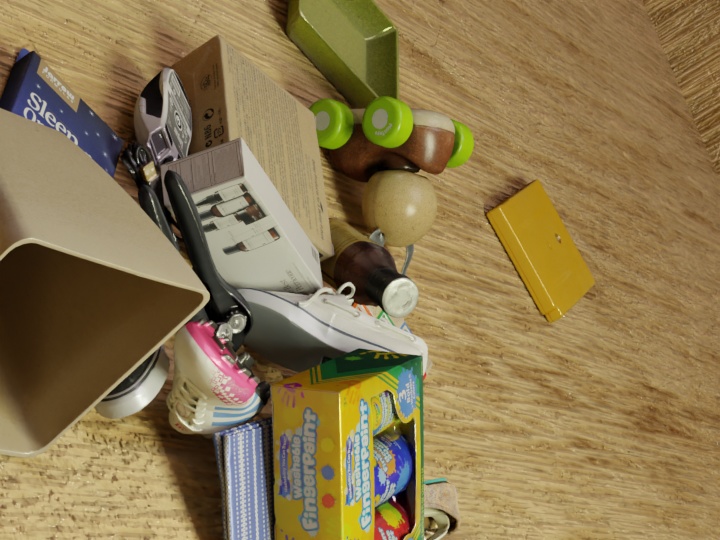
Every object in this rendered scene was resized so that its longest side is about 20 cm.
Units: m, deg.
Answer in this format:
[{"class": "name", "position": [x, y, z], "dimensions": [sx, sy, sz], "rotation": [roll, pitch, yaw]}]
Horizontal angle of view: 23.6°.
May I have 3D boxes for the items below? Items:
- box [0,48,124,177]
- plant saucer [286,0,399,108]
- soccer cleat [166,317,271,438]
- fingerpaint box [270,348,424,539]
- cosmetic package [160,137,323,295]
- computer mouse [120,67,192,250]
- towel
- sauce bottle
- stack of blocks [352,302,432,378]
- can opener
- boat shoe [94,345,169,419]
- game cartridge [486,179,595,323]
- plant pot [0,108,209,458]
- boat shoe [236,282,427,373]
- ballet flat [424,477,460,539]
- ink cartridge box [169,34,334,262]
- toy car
[{"class": "box", "position": [-0.265, -0.108, 1.494], "dimensions": [0.121, 0.032, 0.201], "rotation": [46, 27, -29]}, {"class": "plant saucer", "position": [-0.029, -0.297, 2.131], "dimensions": [0.200, 0.048, 0.201], "rotation": [45, 29, -32]}, {"class": "soccer cleat", "position": [-0.126, 0.100, 1.415], "dimensions": [0.070, 0.086, 0.200], "rotation": [51, -2, 17]}, {"class": "fingerpaint box", "position": [-0.007, 0.185, 1.514], "dimensions": [0.166, 0.073, 0.203], "rotation": [-16, 108, -61]}, {"class": "cosmetic package", "position": [-0.107, -0.037, 1.597], "dimensions": [0.200, 0.082, 0.051], "rotation": [56, 21, -53]}, {"class": "computer mouse", "position": [-0.192, -0.114, 1.619], "dimensions": [0.201, 0.043, 0.110], "rotation": [-91, 162, -51]}, {"class": "towel", "position": [-0.071, 0.196, 1.504], "dimensions": [0.199, 0.024, 0.147], "rotation": [-9, 96, -64]}, {"class": "sauce bottle", "position": [0.000, 0.000, 1.739], "dimensions": [0.066, 0.066, 0.200], "rotation": [45, -4, -31]}, {"class": "stack of blocks", "position": [-0.002, 0.102, 1.742], "dimensions": [0.116, 0.058, 0.200], "rotation": [56, 25, -10]}, {"class": "can opener", "position": [-0.151, 0.001, 1.521], "dimensions": [0.078, 0.063, 0.201], "rotation": [28, -29, 43]}, {"class": "boat shoe", "position": [-0.195, 0.035, 1.407], "dimensions": [0.200, 0.073, 0.068], "rotation": [-86, 157, -51]}, {"class": "game cartridge", "position": [0.254, -0.029, 2.417], "dimensions": [0.178, 0.032, 0.200], "rotation": [61, 27, -1]}, {"class": "plant pot", "position": [-0.264, -0.006, 1.217], "dimensions": [0.199, 0.200, 0.178], "rotation": [20, 34, -55]}, {"class": "boat shoe", "position": [-0.027, 0.050, 1.634], "dimensions": [0.200, 0.075, 0.087], "rotation": [20, 46, 4]}, {"class": "ballet flat", "position": [0.047, 0.238, 1.688], "dimensions": [0.199, 0.068, 0.068], "rotation": [10, 61, -58]}, {"class": "ink cartridge box", "position": [-0.111, -0.111, 1.741], "dimensions": [0.164, 0.075, 0.202], "rotation": [39, 32, -43]}, {"class": "toy car", "position": [0.029, -0.083, 1.964], "dimensions": [0.164, 0.156, 0.203], "rotation": [11, 82, -54]}]
